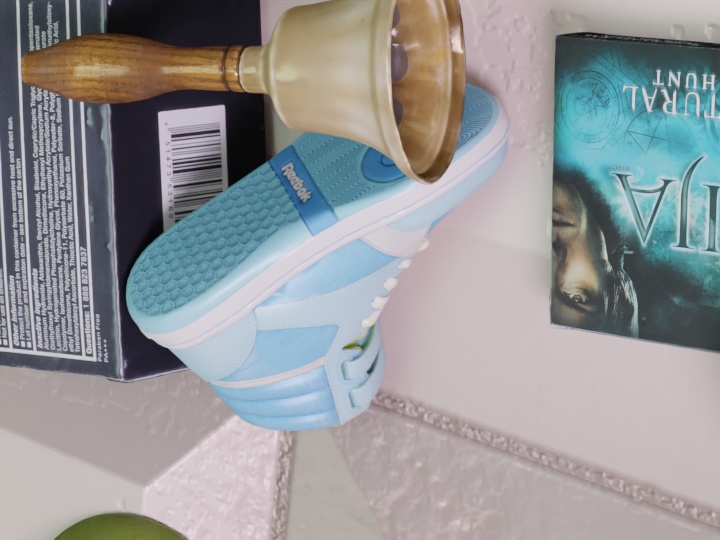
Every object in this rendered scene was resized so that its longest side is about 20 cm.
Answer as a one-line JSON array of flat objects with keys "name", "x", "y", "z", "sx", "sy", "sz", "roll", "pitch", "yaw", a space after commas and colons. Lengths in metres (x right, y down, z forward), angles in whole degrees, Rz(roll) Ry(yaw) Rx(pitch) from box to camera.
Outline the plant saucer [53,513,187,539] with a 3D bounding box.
[{"name": "plant saucer", "x": -0.128, "y": 0.233, "z": 1.485, "sx": 0.199, "sy": 0.031, "sz": 0.201, "roll": 8, "pitch": 103, "yaw": 40}]

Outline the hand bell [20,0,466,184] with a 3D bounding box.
[{"name": "hand bell", "x": -0.062, "y": -0.090, "z": 1.242, "sx": 0.199, "sy": 0.104, "sz": 0.105, "roll": 0, "pitch": 99, "yaw": 20}]

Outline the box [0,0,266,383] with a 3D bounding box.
[{"name": "box", "x": -0.156, "y": -0.056, "z": 1.394, "sx": 0.198, "sy": 0.123, "sz": 0.201, "roll": 4, "pitch": 99, "yaw": 38}]

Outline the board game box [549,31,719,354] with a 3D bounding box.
[{"name": "board game box", "x": 0.170, "y": -0.029, "z": 1.186, "sx": 0.199, "sy": 0.028, "sz": 0.136, "roll": 8, "pitch": 102, "yaw": 39}]

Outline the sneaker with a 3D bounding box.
[{"name": "sneaker", "x": 0.000, "y": 0.000, "z": 1.313, "sx": 0.199, "sy": 0.131, "sz": 0.080, "roll": -29, "pitch": 40, "yaw": 8}]
